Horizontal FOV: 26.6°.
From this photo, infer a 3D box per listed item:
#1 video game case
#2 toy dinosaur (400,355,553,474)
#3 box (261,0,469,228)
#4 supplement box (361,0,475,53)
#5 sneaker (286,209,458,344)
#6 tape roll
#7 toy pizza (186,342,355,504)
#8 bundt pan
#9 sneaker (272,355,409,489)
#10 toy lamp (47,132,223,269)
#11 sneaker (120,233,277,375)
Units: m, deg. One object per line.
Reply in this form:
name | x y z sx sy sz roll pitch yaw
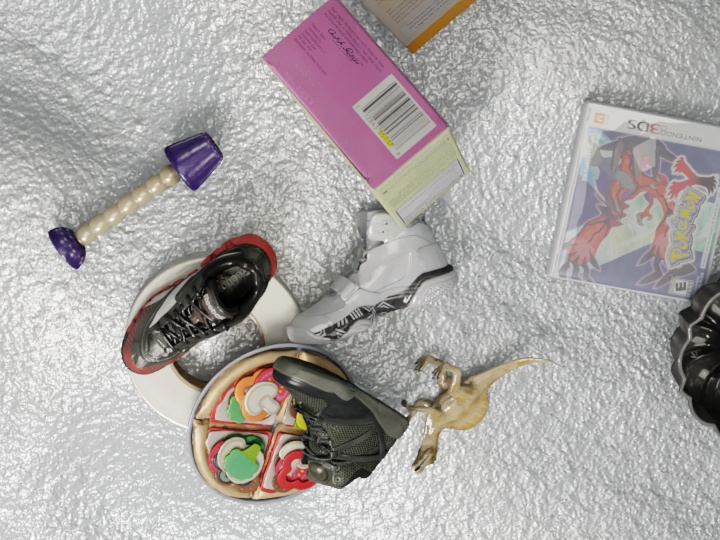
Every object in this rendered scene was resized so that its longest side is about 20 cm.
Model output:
video game case | 0.315 -0.075 1.689 0.182 0.023 0.200 10 100 -7
toy dinosaur | 0.110 0.135 1.704 0.101 0.058 0.200 39 103 -26
box | 0.011 -0.153 1.527 0.097 0.200 0.176 -40 77 1
supplement box | 0.036 -0.341 1.561 0.200 0.074 0.126 46 123 -12
sneaker | 0.000 0.000 1.642 0.200 0.075 0.115 -22 100 -14
tape roll | -0.159 0.080 1.668 0.203 0.037 0.203 -1 101 -5
toy pizza | -0.091 0.173 1.661 0.200 0.032 0.200 -10 117 -20
bundt pan | 0.432 0.083 1.693 0.202 0.076 0.202 -4 110 -11
sneaker | -0.037 0.167 1.615 0.199 0.076 0.114 39 80 -47
toy lamp | -0.235 -0.077 1.621 0.200 0.058 0.058 -35 102 4
sneaker | -0.172 0.041 1.591 0.200 0.098 0.071 -38 103 4
